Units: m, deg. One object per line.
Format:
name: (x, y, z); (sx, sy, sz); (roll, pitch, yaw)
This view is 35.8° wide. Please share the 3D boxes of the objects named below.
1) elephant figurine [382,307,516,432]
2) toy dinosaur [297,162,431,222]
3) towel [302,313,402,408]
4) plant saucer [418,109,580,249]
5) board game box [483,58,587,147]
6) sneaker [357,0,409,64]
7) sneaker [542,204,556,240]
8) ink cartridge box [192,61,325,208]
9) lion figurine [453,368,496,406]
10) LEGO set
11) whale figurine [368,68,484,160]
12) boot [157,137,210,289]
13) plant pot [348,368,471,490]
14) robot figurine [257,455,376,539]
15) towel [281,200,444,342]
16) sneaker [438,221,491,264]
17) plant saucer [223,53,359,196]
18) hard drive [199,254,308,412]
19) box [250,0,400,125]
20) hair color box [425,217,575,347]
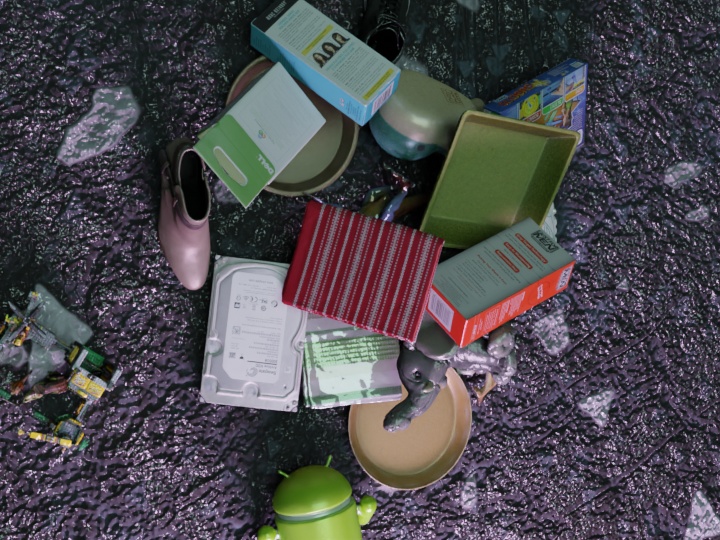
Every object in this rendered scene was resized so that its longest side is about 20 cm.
elephant figurine: (0.107, 0.109, 1.542); (0.197, 0.156, 0.143); (-11, 124, -9)
toy dinosaur: (0.013, -0.055, 1.562); (0.199, 0.105, 0.183); (27, 98, -36)
towel: (-0.018, 0.089, 1.586); (0.147, 0.031, 0.203); (-4, 84, -19)
plant saucer: (0.183, -0.126, 1.554); (0.197, 0.048, 0.202); (6, 117, -28)
board game box: (0.257, -0.211, 1.631); (0.199, 0.034, 0.137); (-31, 132, -33)
sneaker: (0.042, -0.358, 1.563); (0.070, 0.099, 0.203); (20, 84, -19)
sneaker: (0.266, -0.066, 1.681); (0.087, 0.074, 0.202); (-37, 105, -21)
ink cartridge box: (-0.141, -0.170, 1.453); (0.104, 0.059, 0.201); (50, 51, -16)
lion figurine: (0.182, 0.089, 1.658); (0.121, 0.072, 0.202); (-29, 108, -15)
LEGO set: (-0.397, 0.137, 1.406); (0.200, 0.116, 0.154); (43, 78, -17)
whale figurine: (0.100, -0.211, 1.595); (0.198, 0.104, 0.160); (1, 48, -34)
boot: (-0.223, -0.070, 1.448); (0.069, 0.146, 0.203); (-15, 97, -18)
plant pot: (0.070, 0.220, 1.640); (0.197, 0.027, 0.204); (-1, 93, -22)
robot figurine: (-0.057, 0.364, 1.550); (0.173, 0.116, 0.203); (-13, 97, -15)
towel: (0.000, 0.000, 1.478); (0.197, 0.022, 0.147); (16, 90, 13)
sneaker: (0.115, -0.033, 1.596); (0.201, 0.074, 0.106); (-53, 141, -12)
plant saucer: (-0.098, -0.204, 1.554); (0.197, 0.029, 0.204); (-1, 93, -20)
hard drive: (-0.143, 0.086, 1.527); (0.137, 0.038, 0.203); (7, 91, -4)
box: (-0.049, -0.287, 1.502); (0.199, 0.049, 0.082); (37, 65, 11)
hair color box: (0.184, 0.013, 1.513); (0.198, 0.102, 0.062); (-26, 145, -26)
